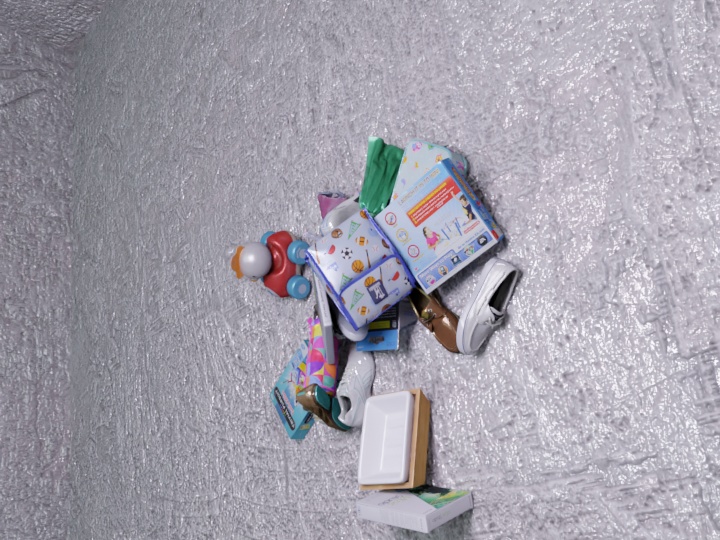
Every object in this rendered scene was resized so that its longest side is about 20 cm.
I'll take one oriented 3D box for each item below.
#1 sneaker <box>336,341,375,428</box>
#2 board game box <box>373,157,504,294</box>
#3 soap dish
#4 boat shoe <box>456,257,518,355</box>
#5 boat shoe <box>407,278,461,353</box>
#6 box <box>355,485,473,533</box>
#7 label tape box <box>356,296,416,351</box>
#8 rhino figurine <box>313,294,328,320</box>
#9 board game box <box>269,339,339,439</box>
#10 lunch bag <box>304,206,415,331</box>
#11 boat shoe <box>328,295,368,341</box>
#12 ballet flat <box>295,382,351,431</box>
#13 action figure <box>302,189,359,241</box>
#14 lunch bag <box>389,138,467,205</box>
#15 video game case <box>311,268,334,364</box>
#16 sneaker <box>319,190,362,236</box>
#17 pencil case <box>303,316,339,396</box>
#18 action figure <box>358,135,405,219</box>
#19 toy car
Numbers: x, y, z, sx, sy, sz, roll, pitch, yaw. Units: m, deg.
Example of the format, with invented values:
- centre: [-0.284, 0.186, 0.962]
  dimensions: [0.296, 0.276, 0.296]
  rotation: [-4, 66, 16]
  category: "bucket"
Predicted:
- centre: [-0.013, 0.262, 1.670]
  dimensions: [0.070, 0.079, 0.205]
  rotation: [-18, 67, 47]
  category: "sneaker"
- centre: [0.159, -0.090, 1.477]
  dimensions: [0.199, 0.056, 0.198]
  rotation: [-37, 86, 30]
  category: "board game box"
- centre: [0.074, 0.361, 1.521]
  dimensions: [0.156, 0.080, 0.204]
  rotation: [-20, 54, 45]
  category: "soap dish"
- centre: [0.253, 0.078, 1.412]
  dimensions: [0.065, 0.071, 0.203]
  rotation: [30, 97, 52]
  category: "boat shoe"
- centre: [0.152, 0.098, 1.520]
  dimensions: [0.073, 0.067, 0.201]
  rotation: [-57, 46, 23]
  category: "boat shoe"
- centre: [0.106, 0.469, 1.439]
  dimensions: [0.198, 0.142, 0.037]
  rotation: [-7, 91, 47]
  category: "box"
- centre: [0.058, 0.081, 1.635]
  dimensions: [0.143, 0.062, 0.205]
  rotation: [-9, 77, 48]
  category: "label tape box"
- centre: [-0.064, 0.078, 1.780]
  dimensions: [0.200, 0.059, 0.089]
  rotation: [-41, 63, 40]
  category: "rhino figurine"
- centre: [-0.147, 0.304, 1.839]
  dimensions: [0.202, 0.046, 0.152]
  rotation: [-58, 45, 23]
  category: "board game box"
- centre: [0.000, 0.000, 1.515]
  dimensions: [0.168, 0.124, 0.202]
  rotation: [-34, 84, -7]
  category: "lunch bag"
- centre: [-0.036, 0.121, 1.636]
  dimensions: [0.199, 0.072, 0.070]
  rotation: [-133, 49, -57]
  category: "boat shoe"
- centre: [-0.089, 0.319, 1.655]
  dimensions: [0.071, 0.200, 0.069]
  rotation: [-12, 56, 22]
  category: "ballet flat"
- centre: [-0.066, -0.099, 1.817]
  dimensions: [0.145, 0.134, 0.205]
  rotation: [-2, 93, 6]
  category: "action figure"
- centre: [0.144, -0.184, 1.582]
  dimensions: [0.159, 0.076, 0.204]
  rotation: [29, 104, 49]
  category: "lunch bag"
- centre: [-0.085, 0.090, 1.643]
  dimensions: [0.201, 0.022, 0.185]
  rotation: [90, 169, -59]
  category: "video game case"
- centre: [-0.015, -0.138, 1.681]
  dimensions: [0.072, 0.198, 0.073]
  rotation: [-4, 113, 56]
  category: "sneaker"
- centre: [-0.094, 0.212, 1.734]
  dimensions: [0.088, 0.087, 0.203]
  rotation: [-37, 39, 38]
  category: "pencil case"
- centre: [0.042, -0.194, 1.644]
  dimensions: [0.055, 0.116, 0.204]
  rotation: [128, 161, -70]
  category: "action figure"
- centre: [-0.259, -0.010, 1.897]
  dimensions: [0.183, 0.197, 0.181]
  rotation: [20, 111, 51]
  category: "toy car"
